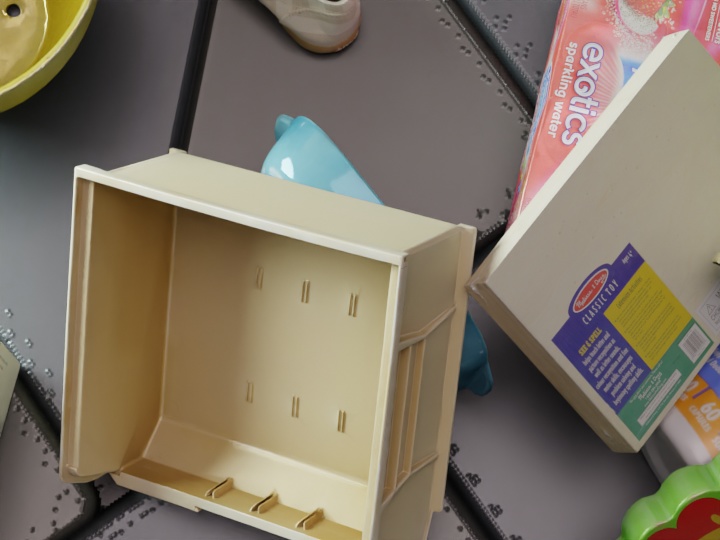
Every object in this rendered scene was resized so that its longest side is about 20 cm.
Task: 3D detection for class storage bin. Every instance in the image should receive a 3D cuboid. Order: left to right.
[{"bbox_3d":[-0.054,0.052,1.115,0.199,0.094,0.200,15,110,25],"label":"storage bin"}]

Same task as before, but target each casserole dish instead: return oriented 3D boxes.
[{"bbox_3d":[0.000,0.000,1.178,0.039,0.121,0.200,-35,81,-16],"label":"casserole dish"}]

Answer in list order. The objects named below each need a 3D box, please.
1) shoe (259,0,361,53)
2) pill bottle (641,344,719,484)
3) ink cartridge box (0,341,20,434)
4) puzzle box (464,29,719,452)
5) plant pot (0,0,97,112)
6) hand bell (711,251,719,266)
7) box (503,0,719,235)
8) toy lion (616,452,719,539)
[{"bbox_3d":[-0.072,-0.218,1.261,0.200,0.053,0.070,44,81,8],"label":"shoe"},{"bbox_3d":[0.262,0.065,1.172,0.200,0.112,0.112,-32,80,-6],"label":"pill bottle"},{"bbox_3d":[-0.286,0.122,1.150,0.128,0.125,0.201,14,78,3],"label":"ink cartridge box"},{"bbox_3d":[0.159,-0.017,1.125,0.133,0.025,0.200,48,67,-17],"label":"puzzle box"},{"bbox_3d":[-0.241,-0.169,1.204,0.199,0.142,0.201,0,78,-1],"label":"plant pot"},{"bbox_3d":[0.265,-0.084,1.088,0.104,0.104,0.201,17,92,3],"label":"hand bell"},{"bbox_3d":[0.153,-0.083,1.212,0.102,0.095,0.201,15,78,1],"label":"box"},{"bbox_3d":[0.235,0.178,1.119,0.199,0.069,0.192,-14,117,-4],"label":"toy lion"}]
